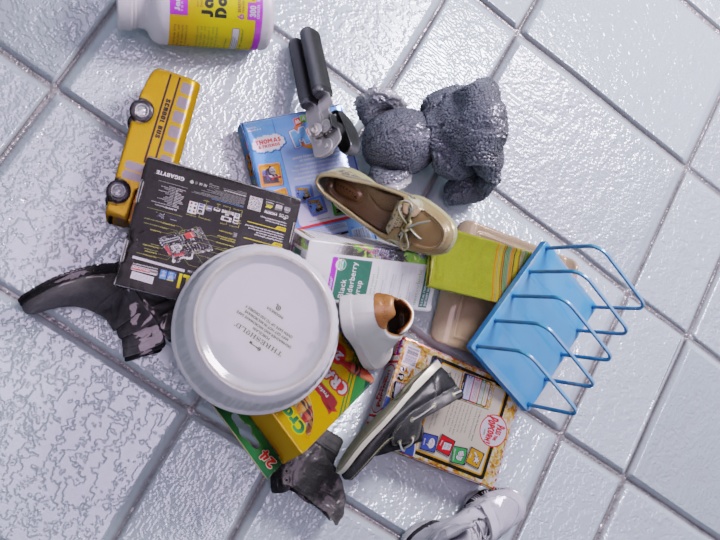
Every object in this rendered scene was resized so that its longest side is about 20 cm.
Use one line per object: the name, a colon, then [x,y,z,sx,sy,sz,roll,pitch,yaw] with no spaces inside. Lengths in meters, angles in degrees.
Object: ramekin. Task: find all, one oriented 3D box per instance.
ramekin: [-0.114,0.063,0.890,0.199,0.094,0.206,2,80,-14]

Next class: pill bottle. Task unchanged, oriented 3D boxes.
pill bottle: [-0.218,-0.349,1.026,0.197,0.104,0.106,-2,84,-18]

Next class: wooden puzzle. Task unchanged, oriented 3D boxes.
wooden puzzle: [0.213,0.043,1.158,0.197,0.037,0.188,18,79,-10]

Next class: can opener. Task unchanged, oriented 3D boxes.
can opener: [-0.055,-0.239,1.069,0.066,0.052,0.202,9,58,-48]

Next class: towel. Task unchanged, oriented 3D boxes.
towel: [0.168,-0.004,1.081,0.198,0.018,0.087,13,78,-38]

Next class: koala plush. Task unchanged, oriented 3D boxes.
koala plush: [0.091,-0.184,1.082,0.197,0.184,0.180,-4,87,-5]

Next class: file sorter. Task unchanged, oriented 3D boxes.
file sorter: [0.273,0.078,1.070,0.139,0.122,0.201,46,70,-19]

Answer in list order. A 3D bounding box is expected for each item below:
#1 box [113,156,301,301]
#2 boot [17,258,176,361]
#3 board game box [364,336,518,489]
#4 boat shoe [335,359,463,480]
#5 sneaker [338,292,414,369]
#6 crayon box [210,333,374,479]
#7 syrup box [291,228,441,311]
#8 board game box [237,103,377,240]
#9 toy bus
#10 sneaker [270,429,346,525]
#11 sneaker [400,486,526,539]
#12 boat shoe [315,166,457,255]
box: [-0.185,-0.034,0.959,0.197,0.049,0.162,14,83,-14]
boot: [-0.309,0.055,0.970,0.198,0.070,0.133,-19,95,-15]
board game box: [0.118,0.201,1.098,0.198,0.046,0.153,24,77,-13]
boat shoe: [0.051,0.205,1.015,0.200,0.072,0.068,-41,90,-19]
sneaker: [0.034,0.080,1.005,0.083,0.200,0.074,-9,70,9]
crayon box: [-0.083,0.150,0.988,0.127,0.051,0.200,52,44,-2]
syrup box: [0.000,0.000,1.042,0.197,0.081,0.080,6,101,-27]
board game box: [-0.073,-0.117,1.080,0.149,0.037,0.203,-14,89,-19]
toy bus: [-0.271,-0.153,1.007,0.077,0.065,0.203,16,78,-17]
sneaker: [-0.096,0.242,1.018,0.198,0.060,0.105,30,71,-16]
sneaker: [0.158,0.358,1.057,0.198,0.115,0.076,-18,89,-19]
boat shoe: [0.030,-0.075,1.012,0.198,0.063,0.074,25,105,19]
